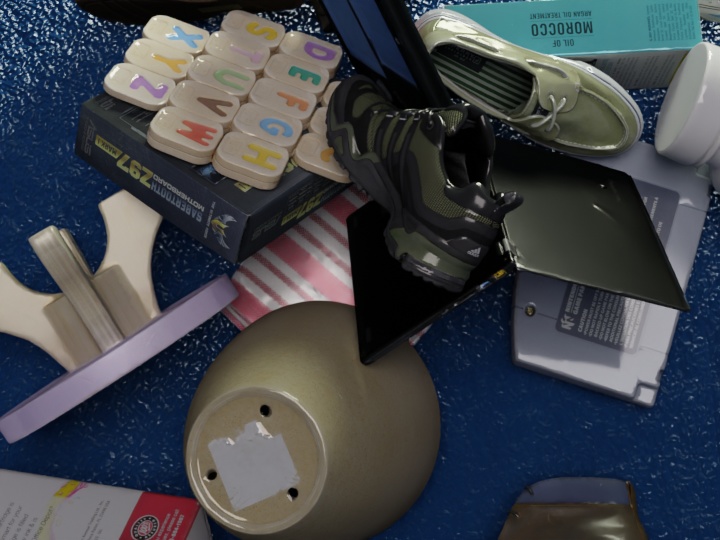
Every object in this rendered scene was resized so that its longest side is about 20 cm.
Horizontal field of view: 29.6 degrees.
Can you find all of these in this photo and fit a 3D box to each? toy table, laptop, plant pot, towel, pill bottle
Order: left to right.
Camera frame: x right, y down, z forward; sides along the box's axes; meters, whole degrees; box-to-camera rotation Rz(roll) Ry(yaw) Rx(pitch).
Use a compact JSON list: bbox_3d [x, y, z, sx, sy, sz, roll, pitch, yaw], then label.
[{"bbox_3d":[-0.203,0.024,1.007,0.199,0.184,0.118,-33,95,-18],"label":"toy table"},{"bbox_3d":[-0.047,0.119,0.943,0.185,0.200,0.189,0,91,10],"label":"plant pot"},{"bbox_3d":[0.000,0.000,1.078,0.146,0.030,0.200,41,79,9],"label":"towel"},{"bbox_3d":[0.104,-0.008,0.992,0.199,0.188,0.116,-34,119,17],"label":"laptop"},{"bbox_3d":[0.333,-0.096,1.032,0.198,0.120,0.121,20,79,-6],"label":"pill bottle"}]

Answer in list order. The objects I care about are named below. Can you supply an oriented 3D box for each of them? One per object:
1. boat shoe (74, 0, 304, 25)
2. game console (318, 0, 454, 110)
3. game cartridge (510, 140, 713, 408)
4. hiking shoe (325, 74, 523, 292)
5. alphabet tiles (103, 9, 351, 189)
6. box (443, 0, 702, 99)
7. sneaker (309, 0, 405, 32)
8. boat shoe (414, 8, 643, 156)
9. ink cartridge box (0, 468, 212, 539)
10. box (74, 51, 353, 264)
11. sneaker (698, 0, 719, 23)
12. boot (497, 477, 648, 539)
[{"bbox_3d":[-0.136,-0.245,1.096,0.198,0.072,0.077,-1,82,14],"label":"boat shoe"},{"bbox_3d":[0.001,-0.191,0.990,0.031,0.177,0.201,-32,122,-2],"label":"game console"},{"bbox_3d":[0.193,-0.007,1.072,0.132,0.042,0.202,17,79,9],"label":"game cartridge"},{"bbox_3d":[0.047,-0.079,0.923,0.101,0.075,0.201,-46,48,20],"label":"hiking shoe"},{"bbox_3d":[-0.081,-0.132,1.007,0.194,0.015,0.201,21,38,0],"label":"alphabet tiles"},{"bbox_3d":[0.164,-0.178,1.085,0.198,0.082,0.050,-3,76,0],"label":"box"},{"bbox_3d":[-0.040,-0.272,1.110,0.198,0.076,0.115,29,73,1],"label":"sneaker"},{"bbox_3d":[0.125,-0.130,1.023,0.199,0.062,0.072,21,118,-14],"label":"boat shoe"},{"bbox_3d":[-0.218,0.225,0.950,0.198,0.086,0.148,5,42,17],"label":"ink cartridge box"},{"bbox_3d":[-0.089,-0.102,1.021,0.157,0.051,0.200,32,41,17],"label":"box"},{"bbox_3d":[0.273,-0.238,1.102,0.198,0.073,0.073,10,80,4],"label":"sneaker"},{"bbox_3d":[0.120,0.210,1.023,0.198,0.075,0.098,-3,51,12],"label":"boot"}]
